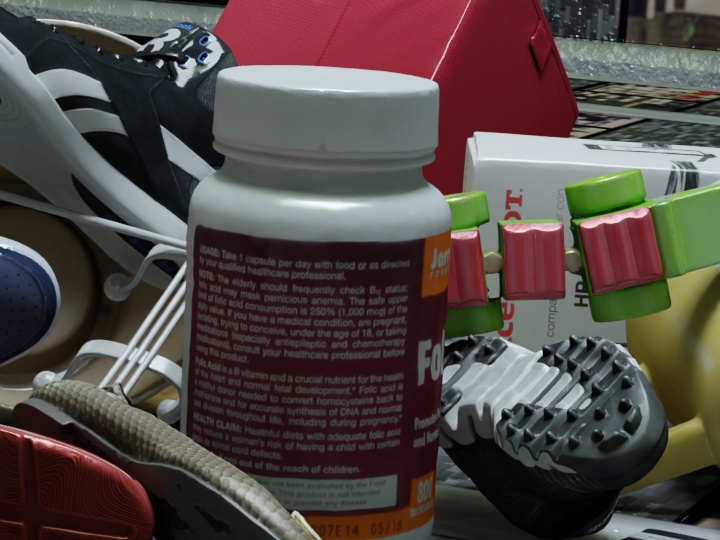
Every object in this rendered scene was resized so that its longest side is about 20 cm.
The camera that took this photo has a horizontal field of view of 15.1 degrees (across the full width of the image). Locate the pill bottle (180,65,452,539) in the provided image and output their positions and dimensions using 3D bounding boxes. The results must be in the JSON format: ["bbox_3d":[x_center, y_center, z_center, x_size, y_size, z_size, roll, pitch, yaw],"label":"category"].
[{"bbox_3d":[-0.019,0.017,1.167,0.113,0.202,0.114,3,10,-1],"label":"pill bottle"}]

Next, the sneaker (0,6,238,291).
[{"bbox_3d":[-0.127,-0.093,1.288,0.073,0.112,0.200,-9,-47,49],"label":"sneaker"}]

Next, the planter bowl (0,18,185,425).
[{"bbox_3d":[-0.167,-0.009,1.377,0.199,0.202,0.135,0,-16,-17],"label":"planter bowl"}]

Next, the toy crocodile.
[{"bbox_3d":[0.084,-0.006,1.253,0.198,0.068,0.062,-8,4,-2],"label":"toy crocodile"}]

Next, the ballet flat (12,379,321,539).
[{"bbox_3d":[-0.068,0.088,1.084,0.046,0.068,0.199,-27,32,-32],"label":"ballet flat"}]

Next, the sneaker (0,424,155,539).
[{"bbox_3d":[-0.171,0.084,1.103,0.198,0.079,0.116,6,11,8],"label":"sneaker"}]

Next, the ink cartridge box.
[{"bbox_3d":[0.149,0.011,1.417,0.198,0.147,0.084,3,12,0],"label":"ink cartridge box"}]

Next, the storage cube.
[{"bbox_3d":[0.012,-0.091,1.681,0.170,0.201,0.181,9,56,28],"label":"storage cube"}]

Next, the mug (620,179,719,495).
[{"bbox_3d":[0.200,0.059,1.297,0.149,0.187,0.153,34,13,-15],"label":"mug"}]

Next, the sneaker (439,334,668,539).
[{"bbox_3d":[0.091,0.077,1.176,0.066,0.091,0.200,-46,17,-15],"label":"sneaker"}]

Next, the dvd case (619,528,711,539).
[{"bbox_3d":[0.129,0.139,1.060,0.148,0.016,0.199,8,12,33],"label":"dvd case"}]

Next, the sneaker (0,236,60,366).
[{"bbox_3d":[-0.212,0.025,1.101,0.198,0.071,0.108,-2,10,-18],"label":"sneaker"}]

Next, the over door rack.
[{"bbox_3d":[-0.166,0.025,1.237,0.199,0.067,0.148,24,50,12],"label":"over door rack"}]
